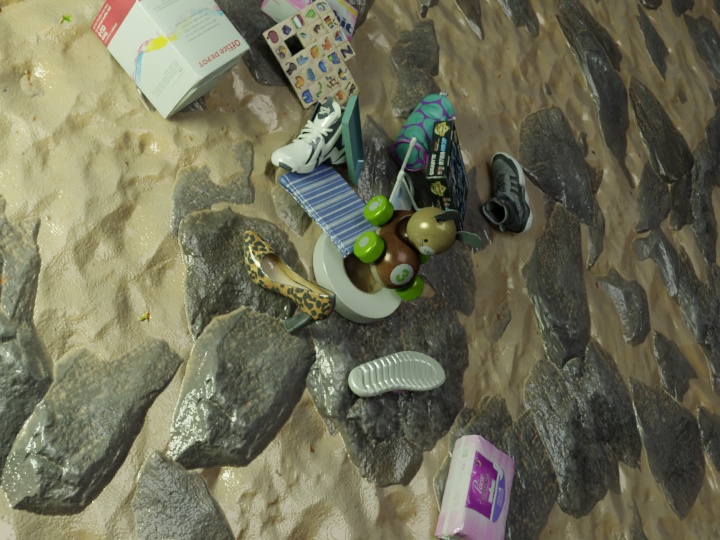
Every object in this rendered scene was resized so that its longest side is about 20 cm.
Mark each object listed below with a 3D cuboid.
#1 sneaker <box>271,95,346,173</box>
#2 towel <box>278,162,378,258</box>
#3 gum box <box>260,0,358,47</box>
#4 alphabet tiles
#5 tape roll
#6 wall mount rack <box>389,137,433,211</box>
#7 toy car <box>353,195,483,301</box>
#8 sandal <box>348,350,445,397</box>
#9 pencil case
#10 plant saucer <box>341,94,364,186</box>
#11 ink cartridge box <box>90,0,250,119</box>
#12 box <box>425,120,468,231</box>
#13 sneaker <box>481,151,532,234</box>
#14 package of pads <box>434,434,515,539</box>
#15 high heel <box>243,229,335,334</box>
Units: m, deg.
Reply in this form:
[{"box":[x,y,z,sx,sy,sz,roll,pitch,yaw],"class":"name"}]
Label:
[{"box":[-0.085,-0.261,1.502,0.079,0.131,0.198,31,32,35],"class":"sneaker"},{"box":[-0.051,-0.122,1.517,0.200,0.024,0.144,49,40,8],"class":"towel"},{"box":[-0.099,-0.539,1.673,0.199,0.066,0.115,32,54,-26],"class":"gum box"},{"box":[-0.084,-0.426,1.620,0.167,0.008,0.202,-38,108,-24],"class":"alphabet tiles"},{"box":[0.000,0.000,1.526,0.201,0.037,0.206,19,58,-34],"class":"tape roll"},{"box":[0.097,-0.157,1.618,0.175,0.074,0.201,63,31,-33],"class":"wall mount rack"},{"box":[0.118,-0.053,1.461,0.164,0.198,0.160,41,51,-37],"class":"toy car"},{"box":[0.063,0.196,1.484,0.200,0.050,0.083,-1,55,-27],"class":"sandal"},{"box":[0.141,-0.304,1.752,0.091,0.086,0.201,16,48,19],"class":"pencil case"},{"box":[-0.014,-0.248,1.547,0.019,0.201,0.071,11,62,11],"class":"plant saucer"},{"box":[-0.321,-0.394,1.363,0.201,0.144,0.145,51,46,-9],"class":"ink cartridge box"},{"box":[0.185,-0.187,1.687,0.201,0.045,0.161,66,28,-50],"class":"box"},{"box":[0.330,-0.182,1.863,0.113,0.075,0.203,-4,76,-44],"class":"sneaker"},{"box":[0.214,0.421,1.483,0.120,0.075,0.202,37,51,-23],"class":"package of pads"},{"box":[-0.118,-0.001,1.353,0.071,0.142,0.202,-29,90,-44],"class":"high heel"}]
